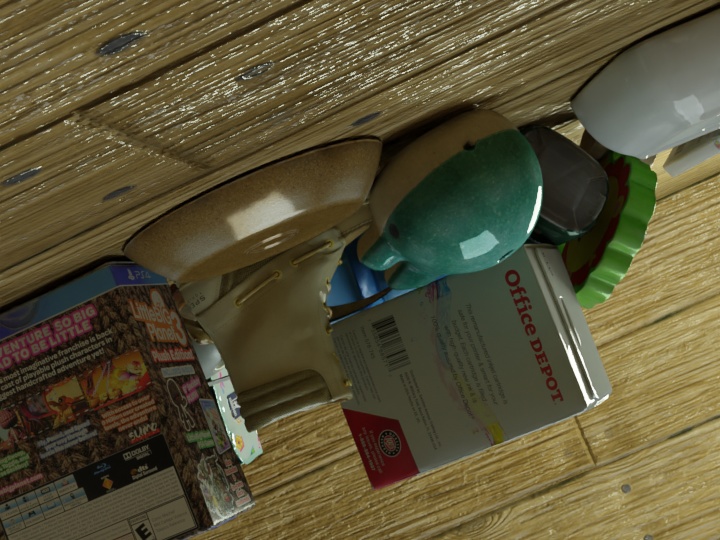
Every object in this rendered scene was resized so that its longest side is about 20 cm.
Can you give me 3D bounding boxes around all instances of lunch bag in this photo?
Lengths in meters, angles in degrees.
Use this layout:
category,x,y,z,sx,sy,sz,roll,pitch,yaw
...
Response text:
category,x,y,z,sx,sy,sz,roll,pitch,yaw
lunch bag,-0.230,0.204,1.972,0.200,0.171,0.122,-20,-179,-38

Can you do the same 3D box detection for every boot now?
category,x,y,z,sx,sy,sz,roll,pitch,yaw
boot,-0.034,0.029,1.167,0.199,0.156,0.073,-23,174,-27

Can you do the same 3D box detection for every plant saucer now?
category,x,y,z,sx,sy,sz,roll,pitch,yaw
plant saucer,-0.069,-0.035,1.033,0.200,0.036,0.200,-24,174,-2

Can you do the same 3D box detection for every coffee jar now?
category,x,y,z,sx,sy,sz,roll,pitch,yaw
coffee jar,0.141,-0.057,1.349,0.085,0.104,0.200,-59,-172,-21

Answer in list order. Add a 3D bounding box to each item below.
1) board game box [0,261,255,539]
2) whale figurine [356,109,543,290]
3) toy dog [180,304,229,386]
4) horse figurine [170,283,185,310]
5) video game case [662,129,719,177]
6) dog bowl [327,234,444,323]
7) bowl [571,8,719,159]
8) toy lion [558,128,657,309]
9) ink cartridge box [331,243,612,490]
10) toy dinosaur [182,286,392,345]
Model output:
category,x,y,z,sx,sy,sz,roll,pitch,yaw
board game box,-0.195,0.115,1.061,0.159,0.201,0.097,-23,175,13
whale figurine,0.073,-0.033,1.108,0.159,0.104,0.200,-31,161,-22
toy dog,-0.160,0.069,1.377,0.200,0.132,0.096,-20,-148,37
horse figurine,-0.221,0.061,1.214,0.199,0.050,0.133,-14,159,-33
video game case,0.368,-0.171,1.324,0.143,0.018,0.200,-57,-168,-29
dog bowl,0.000,0.000,1.340,0.199,0.112,0.050,-24,-145,-5
bowl,0.286,-0.158,1.188,0.199,0.075,0.200,-22,176,-11
toy lion,0.216,-0.037,1.362,0.200,0.068,0.192,122,-15,-46
ink cartridge box,0.093,0.078,1.239,0.199,0.146,0.145,-22,174,18
toy dinosaur,-0.060,0.043,1.244,0.199,0.058,0.101,-11,-170,-11
